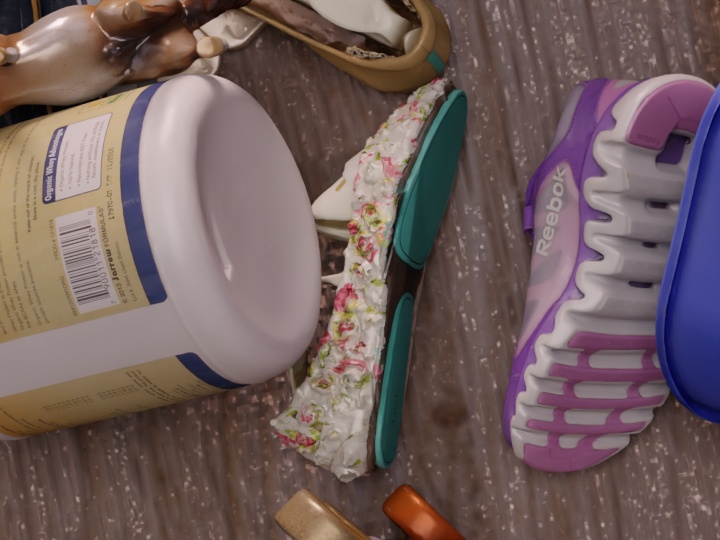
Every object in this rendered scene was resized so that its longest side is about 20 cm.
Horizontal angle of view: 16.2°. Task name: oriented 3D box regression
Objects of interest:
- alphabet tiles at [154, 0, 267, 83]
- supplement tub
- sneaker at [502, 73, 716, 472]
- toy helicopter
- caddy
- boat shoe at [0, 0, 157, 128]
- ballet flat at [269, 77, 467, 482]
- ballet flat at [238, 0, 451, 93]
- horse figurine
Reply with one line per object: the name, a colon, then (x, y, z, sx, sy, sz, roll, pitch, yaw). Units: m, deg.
alphabet tiles: (-0.119, -0.187, 1.285, 0.200, 0.015, 0.196, -45, 79, 0)
supplement tub: (-0.134, -0.001, 1.176, 0.200, 0.144, 0.144, -14, 79, 23)
sneaker: (0.109, -0.005, 1.202, 0.080, 0.088, 0.200, 8, 104, -33)
toy helicopter: (0.016, 0.146, 1.122, 0.079, 0.200, 0.132, -46, 62, -2)
caddy: (0.205, -0.017, 1.141, 0.105, 0.141, 0.200, 27, 112, 44)
boat shoe: (-0.160, -0.143, 1.220, 0.091, 0.071, 0.200, -10, 106, 6)
ballet flat: (0.000, 0.000, 1.213, 0.064, 0.076, 0.200, 10, 80, 16)
ballet flat: (-0.044, -0.154, 1.236, 0.200, 0.063, 0.069, 27, 90, 5)
horse figurine: (-0.130, -0.100, 1.150, 0.200, 0.133, 0.050, -18, 98, -4)
